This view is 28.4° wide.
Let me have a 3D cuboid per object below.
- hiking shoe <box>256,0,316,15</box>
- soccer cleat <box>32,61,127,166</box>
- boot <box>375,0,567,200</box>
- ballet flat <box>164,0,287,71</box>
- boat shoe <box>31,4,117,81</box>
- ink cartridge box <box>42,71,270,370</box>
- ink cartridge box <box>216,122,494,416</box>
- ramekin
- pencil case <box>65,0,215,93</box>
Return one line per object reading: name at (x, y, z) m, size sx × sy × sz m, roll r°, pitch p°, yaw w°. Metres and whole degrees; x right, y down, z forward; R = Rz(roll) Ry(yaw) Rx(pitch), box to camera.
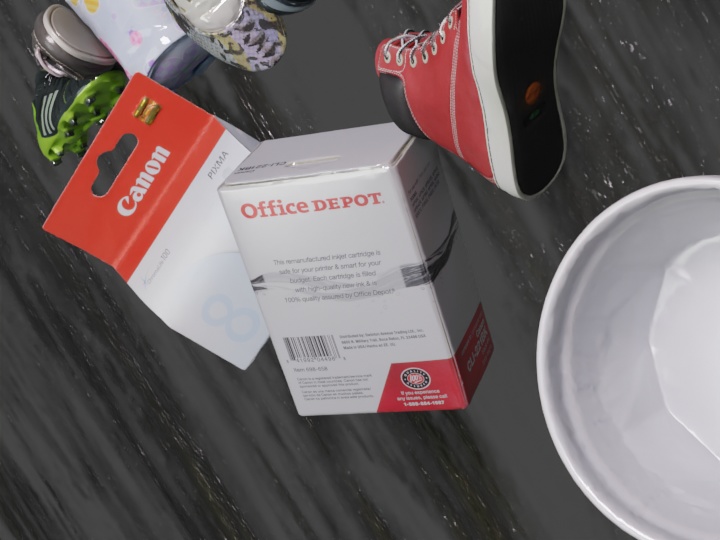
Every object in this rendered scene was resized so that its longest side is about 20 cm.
hiking shoe at (-0.075, -0.275, 0.969) m, size 0.200 × 0.074 × 0.086 m, roll 51°, pitch 143°, yaw -11°
soccer cleat at (-0.276, -0.166, 1.352) m, size 0.200 × 0.067 × 0.082 m, roll -31°, pitch 82°, yaw 60°
boot at (0.056, -0.151, 0.893) m, size 0.144 × 0.072 × 0.201 m, roll 33°, pitch 146°, yaw 36°
ballet flat at (-0.135, -0.229, 1.072) m, size 0.201 × 0.072 × 0.072 m, roll 51°, pitch 149°, yaw 12°
boat shoe at (-0.238, -0.182, 1.181) m, size 0.067 × 0.057 × 0.200 m, roll 46°, pitch -169°, yaw -8°
ink cartridge box at (-0.130, -0.036, 1.121) m, size 0.199 × 0.047 × 0.161 m, roll 30°, pitch 111°, yaw -16°
ink cartridge box at (0.000, 0.000, 1.048) m, size 0.143 × 0.084 × 0.201 m, roll -5°, pitch 119°, yaw 26°
ramekin at (0.206, 0.050, 0.771) m, size 0.199 × 0.105 × 0.202 m, roll 3°, pitch 95°, yaw 38°
pencil case at (-0.196, -0.236, 1.152) m, size 0.200 × 0.091 × 0.083 m, roll 48°, pitch 123°, yaw 10°
